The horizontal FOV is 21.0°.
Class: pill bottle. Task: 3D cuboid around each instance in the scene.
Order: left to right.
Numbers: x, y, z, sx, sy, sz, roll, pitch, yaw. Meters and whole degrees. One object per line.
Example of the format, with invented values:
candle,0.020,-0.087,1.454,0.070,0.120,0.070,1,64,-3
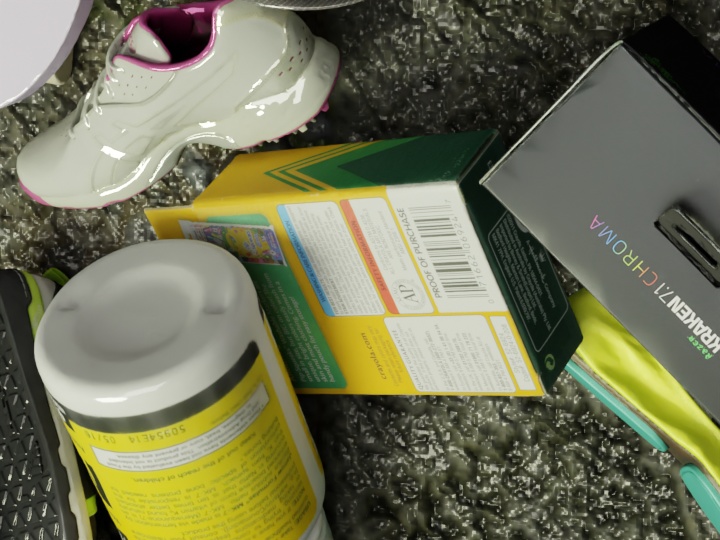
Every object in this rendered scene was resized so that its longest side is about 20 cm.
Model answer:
pill bottle,-0.083,0.092,0.999,0.114,0.114,0.200,-5,131,16

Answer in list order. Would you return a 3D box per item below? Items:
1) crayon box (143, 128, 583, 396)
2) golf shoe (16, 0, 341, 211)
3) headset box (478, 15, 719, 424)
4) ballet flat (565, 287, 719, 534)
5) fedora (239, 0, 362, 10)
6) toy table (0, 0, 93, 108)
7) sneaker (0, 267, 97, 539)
crayon box,0.000,0.000,0.986,0.200,0.052,0.126,-3,124,37
golf shoe,-0.110,-0.096,1.011,0.200,0.075,0.092,-21,133,25
headset box,0.160,-0.023,0.904,0.174,0.200,0.093,46,108,4
ballet flat,0.178,0.082,0.994,0.067,0.067,0.200,-42,86,-3
fedora,-0.026,-0.203,0.962,0.177,0.090,0.200,-40,75,-6
toy table,-0.172,-0.187,1.007,0.184,0.117,0.200,23,107,10
sneaker,-0.157,0.085,1.046,0.072,0.083,0.200,-33,61,40
